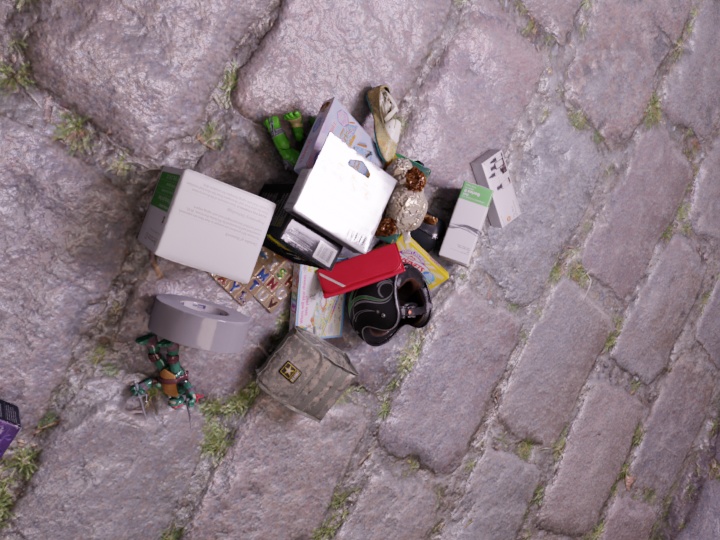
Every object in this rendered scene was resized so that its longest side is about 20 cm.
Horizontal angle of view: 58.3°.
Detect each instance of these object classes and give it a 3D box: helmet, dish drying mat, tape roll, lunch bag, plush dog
[{"bbox_3d":[0.058,0.080,1.573,0.199,0.190,0.202,16,68,-45],"label":"helmet"},{"bbox_3d":[0.000,0.000,1.495,0.198,0.077,0.018,-19,157,4],"label":"dish drying mat"},{"bbox_3d":[-0.330,0.107,1.329,0.199,0.200,0.067,14,93,-33],"label":"tape roll"},{"bbox_3d":[-0.132,0.239,1.515,0.199,0.118,0.164,34,99,-33],"label":"lunch bag"},{"bbox_3d":[0.095,-0.138,1.427,0.160,0.172,0.201,30,97,4],"label":"plush dog"}]

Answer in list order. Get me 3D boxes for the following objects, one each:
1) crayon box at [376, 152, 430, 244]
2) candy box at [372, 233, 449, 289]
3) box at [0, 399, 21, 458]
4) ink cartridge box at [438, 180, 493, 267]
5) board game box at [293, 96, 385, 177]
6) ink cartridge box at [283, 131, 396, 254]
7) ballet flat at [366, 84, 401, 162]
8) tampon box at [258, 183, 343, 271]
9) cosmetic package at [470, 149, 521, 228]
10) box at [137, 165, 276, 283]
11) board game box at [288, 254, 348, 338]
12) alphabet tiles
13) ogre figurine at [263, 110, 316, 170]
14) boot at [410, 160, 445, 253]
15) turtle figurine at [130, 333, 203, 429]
[{"bbox_3d":[0.072,-0.175,1.545,0.118,0.058,0.201,27,98,6],"label":"crayon box"},{"bbox_3d":[0.130,-0.016,1.659,0.102,0.027,0.200,-35,125,23],"label":"candy box"},{"bbox_3d":[-0.750,0.290,1.169,0.199,0.104,0.149,35,83,-33],"label":"box"},{"bbox_3d":[0.272,-0.116,1.677,0.083,0.146,0.202,20,90,8],"label":"ink cartridge box"},{"bbox_3d":[-0.037,-0.235,1.407,0.199,0.041,0.201,43,53,-35],"label":"board game box"},{"bbox_3d":[-0.037,-0.154,1.311,0.199,0.043,0.175,31,77,-34],"label":"ink cartridge box"},{"bbox_3d":[0.060,-0.345,1.487,0.070,0.071,0.202,7,60,-33],"label":"ballet flat"},{"bbox_3d":[-0.138,-0.096,1.396,0.149,0.199,0.127,33,78,-32],"label":"tampon box"},{"bbox_3d":[0.376,-0.225,1.780,0.082,0.051,0.201,-34,117,-20],"label":"cosmetic package"},{"bbox_3d":[-0.312,-0.095,1.293,0.199,0.199,0.173,19,91,-30],"label":"box"},{"bbox_3d":[-0.101,0.065,1.556,0.133,0.034,0.202,-2,104,-33],"label":"board game box"},{"bbox_3d":[-0.235,-0.001,1.479,0.167,0.008,0.200,-49,121,-13],"label":"alphabet tiles"},{"bbox_3d":[-0.109,-0.286,1.443,0.199,0.098,0.121,-7,87,-47],"label":"ogre figurine"},{"bbox_3d":[0.152,-0.156,1.639,0.167,0.076,0.201,26,94,-30],"label":"boot"},{"bbox_3d":[-0.412,0.236,1.375,0.148,0.101,0.202,-5,106,12],"label":"turtle figurine"}]
